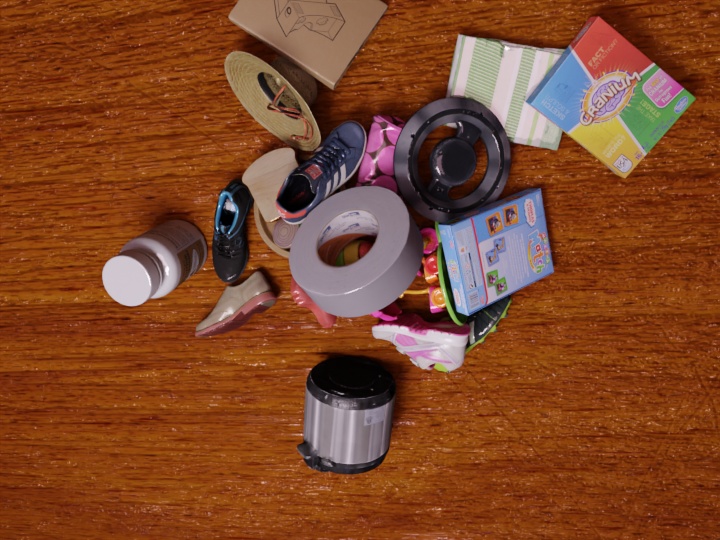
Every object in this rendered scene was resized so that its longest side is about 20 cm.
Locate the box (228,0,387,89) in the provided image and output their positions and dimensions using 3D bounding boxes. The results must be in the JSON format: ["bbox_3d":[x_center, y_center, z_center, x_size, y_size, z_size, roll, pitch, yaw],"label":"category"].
[{"bbox_3d":[-0.082,-0.409,0.896,0.199,0.021,0.164,33,83,-2],"label":"box"}]

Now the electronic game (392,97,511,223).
[{"bbox_3d":[0.150,-0.177,0.916,0.198,0.042,0.202,-2,102,-9],"label":"electronic game"}]

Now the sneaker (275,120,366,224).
[{"bbox_3d":[-0.063,-0.159,0.900,0.075,0.085,0.200,37,92,8],"label":"sneaker"}]

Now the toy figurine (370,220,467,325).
[{"bbox_3d":[0.077,0.011,1.000,0.183,0.150,0.202,-12,85,23],"label":"toy figurine"}]

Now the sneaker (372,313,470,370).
[{"bbox_3d":[0.103,0.133,1.016,0.199,0.081,0.089,7,106,41],"label":"sneaker"}]

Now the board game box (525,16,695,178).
[{"bbox_3d":[0.384,-0.264,0.874,0.199,0.040,0.153,33,109,-9],"label":"board game box"}]

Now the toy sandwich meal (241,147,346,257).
[{"bbox_3d":[-0.116,-0.120,0.986,0.204,0.070,0.207,0,91,18],"label":"toy sandwich meal"}]

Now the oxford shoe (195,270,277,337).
[{"bbox_3d":[-0.252,0.070,1.110,0.199,0.070,0.075,-29,75,19],"label":"oxford shoe"}]

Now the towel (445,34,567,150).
[{"bbox_3d":[0.241,-0.291,0.915,0.199,0.023,0.154,12,111,4],"label":"towel"}]

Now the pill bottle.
[{"bbox_3d":[-0.369,-0.014,1.020,0.113,0.200,0.115,3,109,9],"label":"pill bottle"}]

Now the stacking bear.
[{"bbox_3d":[0.000,0.000,0.941,0.199,0.114,0.121,-21,136,24],"label":"stacking bear"}]

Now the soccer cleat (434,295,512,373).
[{"bbox_3d":[0.191,0.105,1.034,0.081,0.068,0.200,44,111,3],"label":"soccer cleat"}]

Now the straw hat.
[{"bbox_3d":[-0.121,-0.302,0.937,0.201,0.201,0.085,40,72,-4],"label":"straw hat"}]

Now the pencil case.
[{"bbox_3d":[0.043,-0.159,0.959,0.093,0.091,0.201,17,108,10],"label":"pencil case"}]

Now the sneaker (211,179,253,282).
[{"bbox_3d":[-0.249,-0.067,1.044,0.073,0.082,0.201,12,110,6],"label":"sneaker"}]

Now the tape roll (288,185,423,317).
[{"bbox_3d":[-0.008,-0.032,0.857,0.199,0.201,0.066,-18,140,15],"label":"tape roll"}]

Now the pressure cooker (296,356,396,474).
[{"bbox_3d":[-0.025,0.287,1.071,0.175,0.179,0.201,6,108,5],"label":"pressure cooker"}]

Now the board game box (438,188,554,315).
[{"bbox_3d":[0.230,-0.035,0.932,0.199,0.037,0.152,-22,107,-24],"label":"board game box"}]
